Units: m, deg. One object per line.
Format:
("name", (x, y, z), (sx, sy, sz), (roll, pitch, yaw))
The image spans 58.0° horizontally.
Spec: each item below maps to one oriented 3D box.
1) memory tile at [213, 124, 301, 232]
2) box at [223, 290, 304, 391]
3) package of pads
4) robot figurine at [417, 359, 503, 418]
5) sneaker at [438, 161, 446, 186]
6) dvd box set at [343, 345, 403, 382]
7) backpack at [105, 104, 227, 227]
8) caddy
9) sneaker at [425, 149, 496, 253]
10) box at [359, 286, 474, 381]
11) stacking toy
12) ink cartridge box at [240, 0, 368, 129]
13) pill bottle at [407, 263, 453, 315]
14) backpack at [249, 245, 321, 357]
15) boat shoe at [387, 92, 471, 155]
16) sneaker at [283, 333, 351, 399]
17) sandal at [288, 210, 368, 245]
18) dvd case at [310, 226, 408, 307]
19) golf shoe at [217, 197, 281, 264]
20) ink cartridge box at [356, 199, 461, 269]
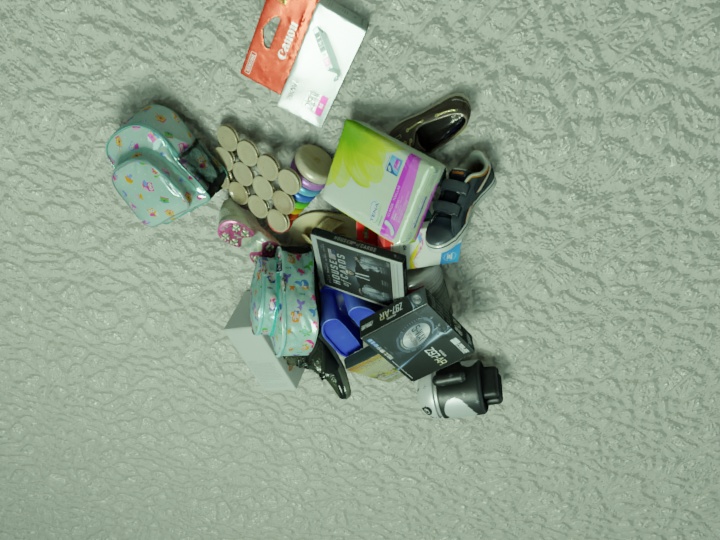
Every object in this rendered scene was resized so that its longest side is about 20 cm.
("memory tile", (-0.202, -0.173, 1.237), (0.198, 0.017, 0.155), (35, 136, 10))
("box", (-0.205, 0.158, 1.480), (0.095, 0.126, 0.203), (-7, 127, 27))
("package of pads", (0.035, -0.153, 1.144), (0.198, 0.068, 0.158), (33, 115, 25))
("robot figurine", (0.227, 0.276, 1.499), (0.194, 0.125, 0.155), (-9, 109, 17))
("sneaker", (0.078, -0.150, 1.233), (0.194, 0.072, 0.082), (-12, 143, 23))
("dvd box set", (0.071, 0.199, 1.460), (0.144, 0.030, 0.198), (-30, 150, 23))
("backpack", (-0.378, -0.195, 1.218), (0.172, 0.154, 0.203), (-17, 115, 36))
("caddy", (-0.016, 0.096, 1.413), (0.138, 0.107, 0.201), (-25, 137, 11))
("sneaker", (0.168, -0.127, 1.149), (0.077, 0.202, 0.080), (15, 149, 39))
("box", (0.115, 0.133, 1.297), (0.157, 0.044, 0.200), (-28, 132, 22))
("stacking toy", (-0.128, -0.148, 1.263), (0.084, 0.087, 0.200), (30, 134, -14))
("ink cartridge box", (-0.101, -0.366, 1.098), (0.170, 0.044, 0.202), (24, 129, -11))
("pill bottle", (0.131, 0.066, 1.354), (0.110, 0.116, 0.204), (-9, 128, 17))
("backpack", (-0.149, 0.070, 1.319), (0.146, 0.205, 0.179), (-4, 153, -21))
("boat shoe", (0.109, -0.237, 1.150), (0.197, 0.060, 0.072), (-28, 120, 28))
("sneaker", (-0.102, 0.208, 1.430), (0.203, 0.112, 0.076), (60, 160, 5))
("sandal", (-0.057, -0.071, 1.310), (0.205, 0.071, 0.079), (-4, 129, 14))
("dvd case", (0.000, 0.000, 1.263), (0.195, 0.025, 0.153), (18, 143, 21))
("golf shoe", (-0.219, -0.077, 1.341), (0.074, 0.093, 0.200), (-26, 143, 15))
("ink cartridge box", (0.092, -0.063, 1.240), (0.193, 0.069, 0.118), (-10, 143, -5))
